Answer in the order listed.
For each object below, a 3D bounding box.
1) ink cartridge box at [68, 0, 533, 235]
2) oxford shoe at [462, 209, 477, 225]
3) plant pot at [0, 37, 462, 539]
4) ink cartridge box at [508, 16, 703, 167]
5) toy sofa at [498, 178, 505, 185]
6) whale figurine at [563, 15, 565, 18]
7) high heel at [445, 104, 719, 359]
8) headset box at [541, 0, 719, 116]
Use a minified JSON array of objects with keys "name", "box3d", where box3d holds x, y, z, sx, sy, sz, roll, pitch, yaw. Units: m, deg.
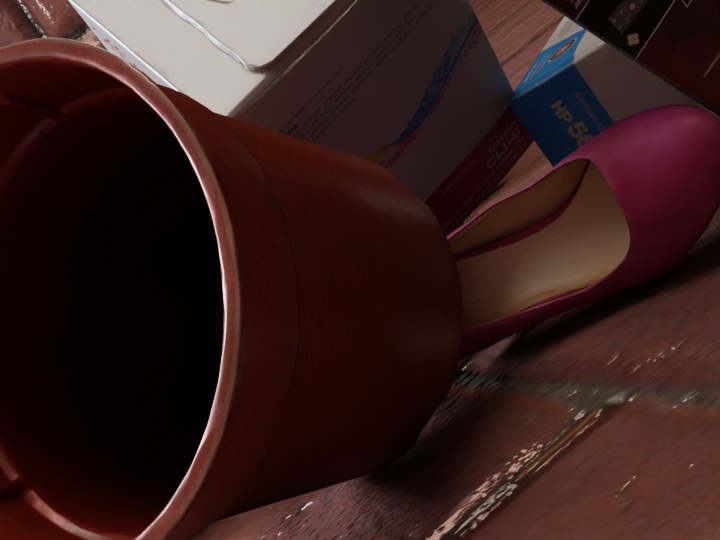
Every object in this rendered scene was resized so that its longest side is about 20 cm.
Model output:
[{"name":"ink cartridge box","box3d":[-0.026,-0.106,0.879,0.145,0.145,0.200,-46,-34,-6]},{"name":"oxford shoe","box3d":[0.000,0.000,0.983,0.071,0.074,0.200,-26,14,47]},{"name":"plant pot","box3d":[-0.067,0.020,0.690,0.200,0.203,0.194,-30,-18,30]},{"name":"ink cartridge box","box3d":[0.193,-0.132,0.892,0.199,0.085,0.146,-30,12,31]},{"name":"toy sofa","box3d":[0.020,-0.078,1.224,0.083,0.098,0.200,-37,10,-11]},{"name":"whale figurine","box3d":[0.228,-0.192,1.099,0.198,0.105,0.159,-10,13,5]},{"name":"high heel","box3d":[0.072,-0.011,0.728,0.095,0.068,0.200,-17,-8,-35]},{"name":"headset box","box3d":[0.102,-0.149,0.725,0.078,0.199,0.149,-55,13,14]}]
